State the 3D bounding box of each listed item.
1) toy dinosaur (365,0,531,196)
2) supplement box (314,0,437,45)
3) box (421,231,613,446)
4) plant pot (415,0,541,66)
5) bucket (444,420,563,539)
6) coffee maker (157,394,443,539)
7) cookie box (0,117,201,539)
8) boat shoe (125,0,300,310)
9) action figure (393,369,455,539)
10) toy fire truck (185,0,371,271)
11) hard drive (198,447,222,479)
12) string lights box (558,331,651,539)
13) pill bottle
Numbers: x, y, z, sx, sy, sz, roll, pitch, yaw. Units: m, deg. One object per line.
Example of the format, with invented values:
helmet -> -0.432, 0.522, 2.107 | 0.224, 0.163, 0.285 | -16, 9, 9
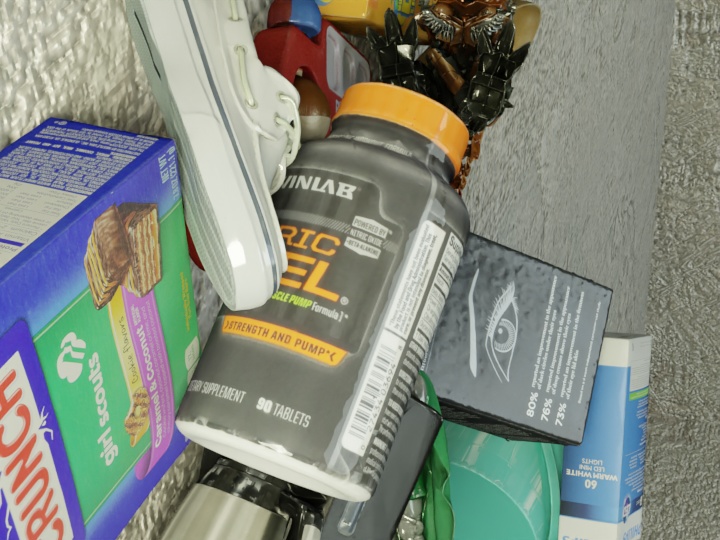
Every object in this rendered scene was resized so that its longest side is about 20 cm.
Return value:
toy dinosaur -> 0.075, -0.131, 0.843 | 0.136, 0.102, 0.200 | -6, 83, -77
supplement box -> 0.011, -0.203, 0.880 | 0.200, 0.069, 0.067 | -14, 112, -68
box -> 0.102, 0.058, 1.061 | 0.200, 0.104, 0.148 | 21, 76, -26
plant pot -> 0.069, -0.149, 1.001 | 0.200, 0.027, 0.200 | -43, 168, -11
bucket -> 0.114, 0.215, 1.206 | 0.135, 0.207, 0.207 | -51, 146, -48
coffee maker -> -0.038, 0.162, 0.760 | 0.192, 0.135, 0.200 | 46, 62, -51
cookie box -> -0.150, 0.052, 0.537 | 0.200, 0.075, 0.171 | -54, 148, -52
boat shoe -> -0.059, -0.076, 0.585 | 0.074, 0.067, 0.200 | 106, -32, -59
action figure -> 0.024, 0.139, 0.846 | 0.055, 0.118, 0.200 | 5, 77, -37
toy fire truck -> -0.033, -0.080, 0.769 | 0.200, 0.112, 0.168 | 21, 66, -71
hard drive -> -0.074, 0.162, 0.873 | 0.140, 0.038, 0.200 | 10, 91, -71
string lights box -> 0.233, 0.160, 1.151 | 0.103, 0.059, 0.200 | 3, 91, -65
pill bottle -> -0.009, 0.006, 0.619 | 0.106, 0.106, 0.200 | 54, 54, -65
